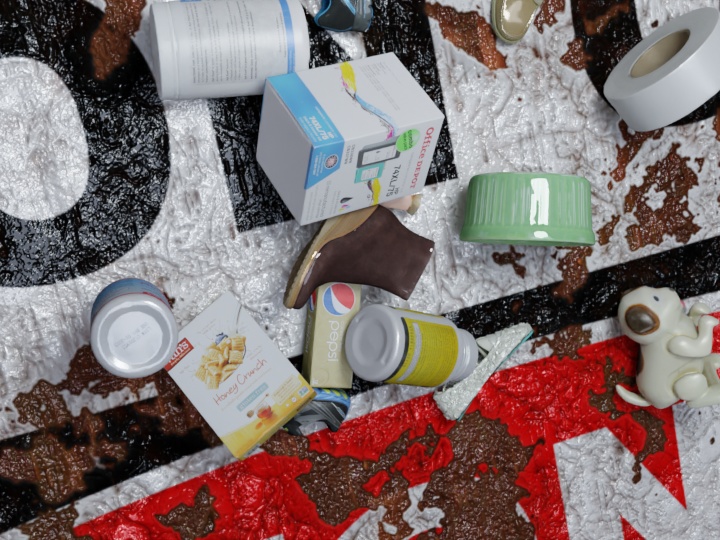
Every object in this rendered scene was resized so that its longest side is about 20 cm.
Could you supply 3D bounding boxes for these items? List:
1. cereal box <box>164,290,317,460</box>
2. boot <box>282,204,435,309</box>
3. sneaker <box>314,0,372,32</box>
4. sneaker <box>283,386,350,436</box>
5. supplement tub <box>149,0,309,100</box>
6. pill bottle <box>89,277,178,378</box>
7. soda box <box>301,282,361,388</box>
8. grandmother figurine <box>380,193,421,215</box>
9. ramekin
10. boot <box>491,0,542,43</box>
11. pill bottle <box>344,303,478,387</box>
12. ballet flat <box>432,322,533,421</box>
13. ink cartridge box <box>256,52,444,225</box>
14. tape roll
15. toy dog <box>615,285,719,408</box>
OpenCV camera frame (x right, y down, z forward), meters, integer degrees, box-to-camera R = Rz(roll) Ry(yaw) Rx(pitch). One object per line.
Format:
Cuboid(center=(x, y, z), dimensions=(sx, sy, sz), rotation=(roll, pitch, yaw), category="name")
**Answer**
Cuboid(center=(-0.178, 0.147, 1.348), dimensions=(0.144, 0.040, 0.200), rotation=(-41, 73, -7), category="cereal box")
Cuboid(center=(0.000, 0.000, 1.340), dimensions=(0.166, 0.072, 0.201), rotation=(32, 77, -11), category="boot")
Cuboid(center=(-0.029, -0.437, 1.334), dimensions=(0.082, 0.073, 0.201), rotation=(-6, 99, -13), category="sneaker")
Cuboid(center=(-0.112, 0.204, 1.411), dimensions=(0.199, 0.071, 0.083), rotation=(12, 93, -19), category="sneaker")
Cuboid(center=(-0.178, -0.301, 1.282), dimensions=(0.199, 0.132, 0.133), rotation=(-7, 100, -16), category="supplement tub")
Cuboid(center=(-0.305, 0.069, 1.266), dimensions=(0.108, 0.200, 0.109), rotation=(-3, 100, -15), category="pill bottle")
Cuboid(center=(-0.043, 0.071, 1.414), dimensions=(0.067, 0.064, 0.201), rotation=(4, 97, -16), category="soda box")
Cuboid(center=(-0.010, -0.129, 1.399), dimensions=(0.199, 0.061, 0.122), rotation=(12, 68, -14), category="grandmother figurine")
Cuboid(center=(0.248, -0.089, 1.407), dimensions=(0.199, 0.200, 0.098), rotation=(2, 90, -16), category="ramekin")
Cuboid(center=(0.265, -0.433, 1.374), dimensions=(0.072, 0.155, 0.201), rotation=(19, 93, -18), category="boot")
Cuboid(center=(0.082, 0.116, 1.405), dimensions=(0.199, 0.111, 0.112), rotation=(12, 96, -43), category="pill bottle")
Cuboid(center=(0.188, 0.147, 1.493), dimensions=(0.072, 0.072, 0.200), rotation=(43, 86, -17), category="ballet flat")
Cuboid(center=(-0.017, -0.182, 1.292), dimensions=(0.199, 0.146, 0.147), rotation=(-18, 145, -25), category="ink cartridge box")
Cuboid(center=(0.469, -0.302, 1.431), dimensions=(0.202, 0.202, 0.071), rotation=(-46, 108, -5), category="tape roll")
Cuboid(center=(0.493, 0.114, 1.551), dimensions=(0.193, 0.140, 0.201), rotation=(-20, 109, 26), category="toy dog")
